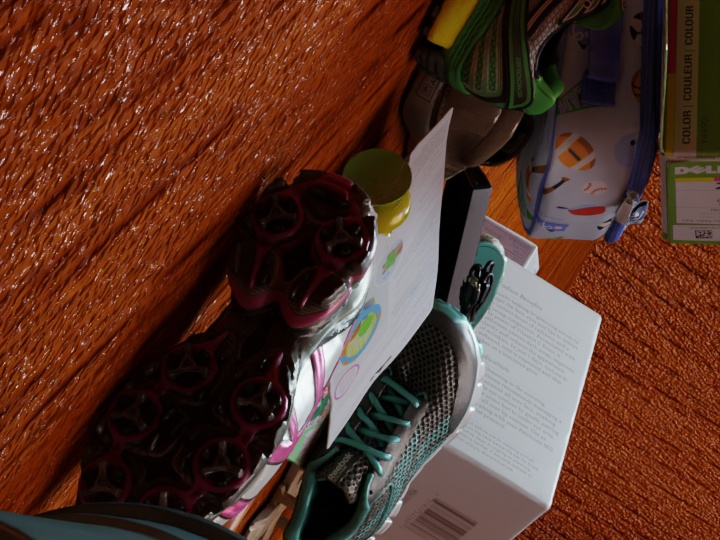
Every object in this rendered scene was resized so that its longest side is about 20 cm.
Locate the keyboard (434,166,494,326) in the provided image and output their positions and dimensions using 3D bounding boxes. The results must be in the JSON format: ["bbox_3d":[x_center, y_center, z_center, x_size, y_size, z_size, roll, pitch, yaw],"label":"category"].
[{"bbox_3d":[0.058,0.032,1.357,0.127,0.020,0.201,-108,-153,-63],"label":"keyboard"}]

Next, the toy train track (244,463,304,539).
[{"bbox_3d":[-0.066,0.209,1.496,0.201,0.032,0.115,-63,171,25],"label":"toy train track"}]

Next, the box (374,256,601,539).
[{"bbox_3d":[0.083,0.114,1.563,0.152,0.106,0.200,-49,-165,45],"label":"box"}]

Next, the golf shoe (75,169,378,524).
[{"bbox_3d":[-0.050,0.056,0.889,0.200,0.072,0.092,-55,161,-26],"label":"golf shoe"}]

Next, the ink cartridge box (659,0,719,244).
[{"bbox_3d":[0.195,-0.122,1.077,0.200,0.075,0.148,72,21,-63],"label":"ink cartridge box"}]

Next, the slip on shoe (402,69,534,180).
[{"bbox_3d":[0.068,-0.084,1.179,0.076,0.060,0.200,-59,172,-6],"label":"slip on shoe"}]

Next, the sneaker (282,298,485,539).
[{"bbox_3d":[0.012,0.110,1.295,0.091,0.077,0.201,-35,153,-62],"label":"sneaker"}]

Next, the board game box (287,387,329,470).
[{"bbox_3d":[-0.016,0.059,1.290,0.135,0.029,0.200,-58,172,-6],"label":"board game box"}]

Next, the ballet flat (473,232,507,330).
[{"bbox_3d":[0.031,0.053,1.473,0.200,0.075,0.064,-57,-157,5],"label":"ballet flat"}]

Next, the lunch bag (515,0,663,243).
[{"bbox_3d":[0.138,-0.118,1.199,0.160,0.075,0.201,100,-5,-69],"label":"lunch bag"}]

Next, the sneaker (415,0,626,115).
[{"bbox_3d":[0.109,-0.172,1.038,0.201,0.085,0.078,-63,171,20],"label":"sneaker"}]

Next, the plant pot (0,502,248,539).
[{"bbox_3d":[-0.104,0.155,0.601,0.201,0.200,0.196,-58,164,-7],"label":"plant pot"}]

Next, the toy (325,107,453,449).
[{"bbox_3d":[0.000,0.000,1.122,0.115,0.047,0.200,-51,164,-27],"label":"toy"}]

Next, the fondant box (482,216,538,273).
[{"bbox_3d":[0.080,0.059,1.759,0.201,0.058,0.144,-60,172,-3],"label":"fondant box"}]

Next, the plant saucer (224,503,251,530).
[{"bbox_3d":[-0.081,0.102,1.028,0.201,0.037,0.200,-58,171,-15],"label":"plant saucer"}]
